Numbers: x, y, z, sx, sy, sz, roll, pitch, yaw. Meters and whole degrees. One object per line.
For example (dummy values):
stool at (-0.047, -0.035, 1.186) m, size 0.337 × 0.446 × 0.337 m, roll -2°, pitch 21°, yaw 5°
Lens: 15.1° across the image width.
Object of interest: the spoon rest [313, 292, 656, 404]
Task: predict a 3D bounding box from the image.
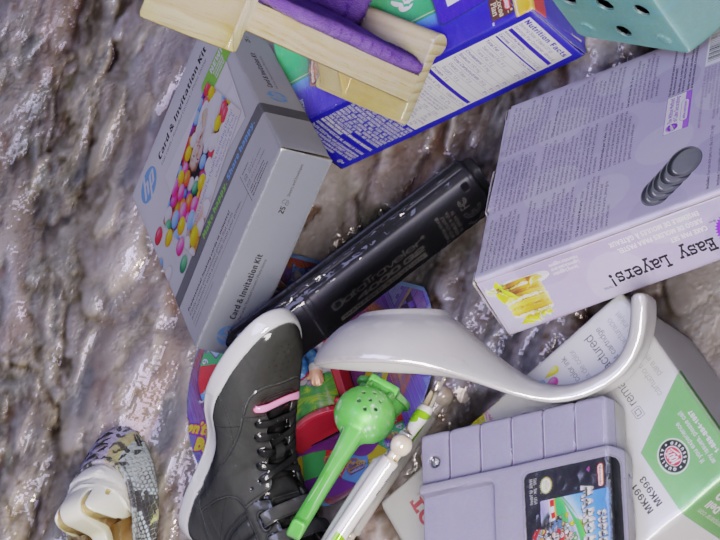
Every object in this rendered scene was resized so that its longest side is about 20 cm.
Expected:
spoon rest at (0.071, 0.050, 1.560) m, size 0.200 × 0.099 × 0.061 m, roll -6°, pitch 82°, yaw 16°

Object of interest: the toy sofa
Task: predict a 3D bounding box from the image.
toy sofa at (-0.034, -0.168, 1.691) m, size 0.083 × 0.200 × 0.098 m, roll 25°, pitch 94°, yaw 38°

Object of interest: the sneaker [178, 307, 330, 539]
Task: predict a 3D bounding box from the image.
sneaker at (-0.051, 0.121, 1.707) m, size 0.099 × 0.071 × 0.200 m, roll 44°, pitch 133°, yaw 33°

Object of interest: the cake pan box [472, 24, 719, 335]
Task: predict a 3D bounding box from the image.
cake pan box at (0.166, -0.064, 1.633) m, size 0.184 × 0.052 × 0.200 m, roll -20°, pitch 31°, yaw 23°

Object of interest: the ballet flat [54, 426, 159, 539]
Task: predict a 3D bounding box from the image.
ballet flat at (-0.171, 0.186, 1.801) m, size 0.072 × 0.072 × 0.200 m, roll -21°, pitch 57°, yaw 27°

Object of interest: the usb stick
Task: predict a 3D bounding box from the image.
usb stick at (0.000, 0.000, 1.744) m, size 0.200 × 0.055 × 0.033 m, roll -37°, pitch 54°, yaw -4°

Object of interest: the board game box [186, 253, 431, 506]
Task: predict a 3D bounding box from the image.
board game box at (-0.046, 0.064, 1.786) m, size 0.200 × 0.039 × 0.158 m, roll 14°, pitch 77°, yaw 41°

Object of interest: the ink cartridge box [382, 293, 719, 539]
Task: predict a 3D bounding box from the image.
ink cartridge box at (0.132, 0.137, 1.588) m, size 0.200 × 0.087 × 0.145 m, roll -42°, pitch 50°, yaw 14°

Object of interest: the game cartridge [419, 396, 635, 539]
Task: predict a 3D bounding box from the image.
game cartridge at (0.095, 0.176, 1.521) m, size 0.130 × 0.038 × 0.200 m, roll -18°, pitch 61°, yaw 33°

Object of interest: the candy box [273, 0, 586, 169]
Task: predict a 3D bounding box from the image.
candy box at (0.038, -0.188, 1.824) m, size 0.200 × 0.077 × 0.169 m, roll -24°, pitch 57°, yaw 25°

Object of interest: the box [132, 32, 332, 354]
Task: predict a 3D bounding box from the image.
box at (-0.089, -0.061, 1.812) m, size 0.156 × 0.041 × 0.200 m, roll -65°, pitch 27°, yaw 24°

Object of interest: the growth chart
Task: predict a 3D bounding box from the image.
growth chart at (0.009, 0.130, 1.639) m, size 0.018 × 0.200 × 0.145 m, roll 34°, pitch 99°, yaw 4°

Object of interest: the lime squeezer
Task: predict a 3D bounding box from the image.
lime squeezer at (0.006, 0.095, 1.631) m, size 0.038 × 0.200 × 0.071 m, roll 12°, pitch 111°, yaw 12°

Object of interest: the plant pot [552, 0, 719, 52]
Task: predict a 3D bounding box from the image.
plant pot at (0.192, -0.245, 1.674) m, size 0.141 × 0.141 × 0.200 m, roll 15°, pitch 68°, yaw 40°
